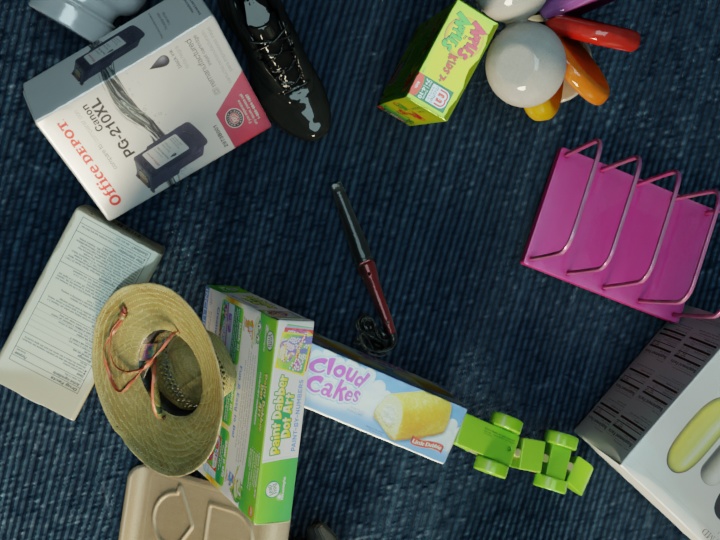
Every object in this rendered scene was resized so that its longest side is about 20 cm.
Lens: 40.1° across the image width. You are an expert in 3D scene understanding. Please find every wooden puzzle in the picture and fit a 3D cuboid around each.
[{"bbox_3d":[-0.174,0.322,1.083,0.198,0.046,0.188,9,91,22],"label":"wooden puzzle"}]

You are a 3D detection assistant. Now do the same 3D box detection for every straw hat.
[{"bbox_3d":[-0.175,0.098,0.987,0.085,0.199,0.204,-10,103,-50],"label":"straw hat"}]

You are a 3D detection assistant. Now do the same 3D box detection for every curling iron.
[{"bbox_3d":[0.000,0.000,1.098,0.049,0.025,0.202,-16,96,-31],"label":"curling iron"}]

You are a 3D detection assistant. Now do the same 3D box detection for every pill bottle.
[{"bbox_3d":[-0.247,-0.332,0.990,0.111,0.112,0.201,29,93,-9],"label":"pill bottle"}]

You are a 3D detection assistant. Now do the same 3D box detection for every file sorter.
[{"bbox_3d":[0.304,-0.041,1.074,0.198,0.125,0.140,21,85,-8],"label":"file sorter"}]

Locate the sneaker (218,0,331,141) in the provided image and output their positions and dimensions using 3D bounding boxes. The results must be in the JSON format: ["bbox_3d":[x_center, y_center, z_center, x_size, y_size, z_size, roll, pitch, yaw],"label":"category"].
[{"bbox_3d":[-0.091,-0.226,1.032,0.075,0.091,0.201,-31,101,-4],"label":"sneaker"}]

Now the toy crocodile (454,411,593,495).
[{"bbox_3d":[0.181,0.206,1.117,0.198,0.062,0.068,20,79,-19],"label":"toy crocodile"}]

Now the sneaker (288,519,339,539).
[{"bbox_3d":[-0.099,0.350,1.112,0.199,0.071,0.099,-32,82,8],"label":"sneaker"}]

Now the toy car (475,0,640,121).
[{"bbox_3d":[0.208,-0.261,1.006,0.148,0.175,0.203,-7,99,28],"label":"toy car"}]

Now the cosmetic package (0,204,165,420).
[{"bbox_3d":[-0.298,0.042,1.047,0.105,0.071,0.201,30,92,-10],"label":"cosmetic package"}]

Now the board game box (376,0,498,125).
[{"bbox_3d":[0.072,-0.204,0.998,0.047,0.200,0.102,27,93,-9],"label":"board game box"}]

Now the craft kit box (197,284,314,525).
[{"bbox_3d":[-0.119,0.129,1.018,0.048,0.197,0.203,4,97,-27],"label":"craft kit box"}]

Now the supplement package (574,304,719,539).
[{"bbox_3d":[0.391,0.183,1.110,0.191,0.147,0.200,42,89,-9],"label":"supplement package"}]

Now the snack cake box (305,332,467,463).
[{"bbox_3d":[0.005,0.131,1.074,0.198,0.115,0.068,23,93,-10],"label":"snack cake box"}]

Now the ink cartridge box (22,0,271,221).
[{"bbox_3d":[-0.213,-0.166,0.996,0.199,0.085,0.145,-31,134,-3],"label":"ink cartridge box"}]
